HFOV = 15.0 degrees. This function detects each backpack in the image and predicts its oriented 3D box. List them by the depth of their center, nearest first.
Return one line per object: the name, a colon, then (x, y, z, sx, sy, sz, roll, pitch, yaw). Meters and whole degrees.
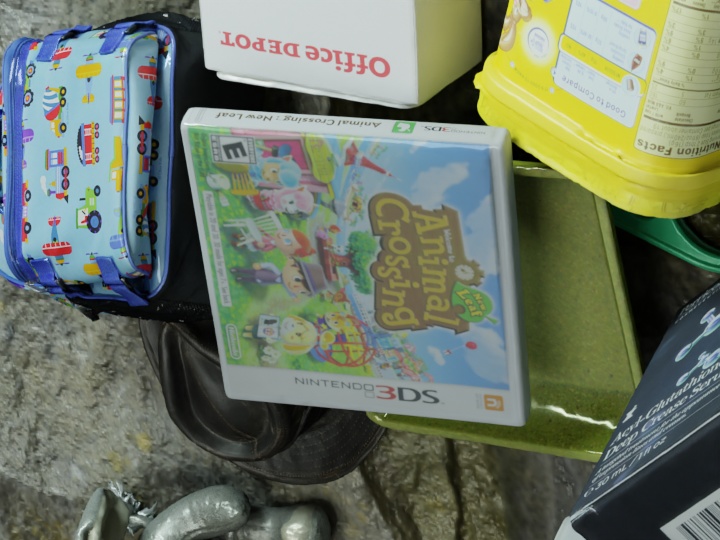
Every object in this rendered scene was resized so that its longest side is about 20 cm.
backpack: (-0.159, -0.061, 1.630, 0.200, 0.134, 0.183, 3, 88, 42)

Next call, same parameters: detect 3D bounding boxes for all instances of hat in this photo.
hat: (-0.080, 0.059, 1.690, 0.200, 0.081, 0.201, 16, 122, 28)

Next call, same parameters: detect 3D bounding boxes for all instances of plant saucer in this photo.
plant saucer: (0.077, 0.009, 1.563, 0.200, 0.048, 0.200, 7, 127, 33)

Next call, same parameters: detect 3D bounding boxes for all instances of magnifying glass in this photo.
magnifying glass: (0.153, -0.040, 1.524, 0.200, 0.022, 0.080, 2, 115, 31)

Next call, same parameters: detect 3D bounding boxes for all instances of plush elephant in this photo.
plush elephant: (-0.131, 0.219, 1.757, 0.200, 0.155, 0.165, 23, 124, 22)

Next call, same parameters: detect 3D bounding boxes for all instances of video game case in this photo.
video game case: (0.000, 0.000, 1.523, 0.182, 0.022, 0.200, 5, 129, 15)

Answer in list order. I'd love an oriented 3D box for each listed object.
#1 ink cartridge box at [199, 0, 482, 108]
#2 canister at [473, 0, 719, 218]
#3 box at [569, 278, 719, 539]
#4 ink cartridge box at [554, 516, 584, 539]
ink cartridge box: (-0.014, -0.204, 1.507, 0.144, 0.084, 0.200, 12, 119, 29)
canister: (0.147, -0.149, 1.416, 0.148, 0.086, 0.200, 35, 128, 33)
box: (0.219, 0.072, 1.409, 0.107, 0.200, 0.148, 43, 130, -6)
ink cartridge box: (0.182, 0.256, 1.598, 0.144, 0.085, 0.200, 5, 118, 17)
